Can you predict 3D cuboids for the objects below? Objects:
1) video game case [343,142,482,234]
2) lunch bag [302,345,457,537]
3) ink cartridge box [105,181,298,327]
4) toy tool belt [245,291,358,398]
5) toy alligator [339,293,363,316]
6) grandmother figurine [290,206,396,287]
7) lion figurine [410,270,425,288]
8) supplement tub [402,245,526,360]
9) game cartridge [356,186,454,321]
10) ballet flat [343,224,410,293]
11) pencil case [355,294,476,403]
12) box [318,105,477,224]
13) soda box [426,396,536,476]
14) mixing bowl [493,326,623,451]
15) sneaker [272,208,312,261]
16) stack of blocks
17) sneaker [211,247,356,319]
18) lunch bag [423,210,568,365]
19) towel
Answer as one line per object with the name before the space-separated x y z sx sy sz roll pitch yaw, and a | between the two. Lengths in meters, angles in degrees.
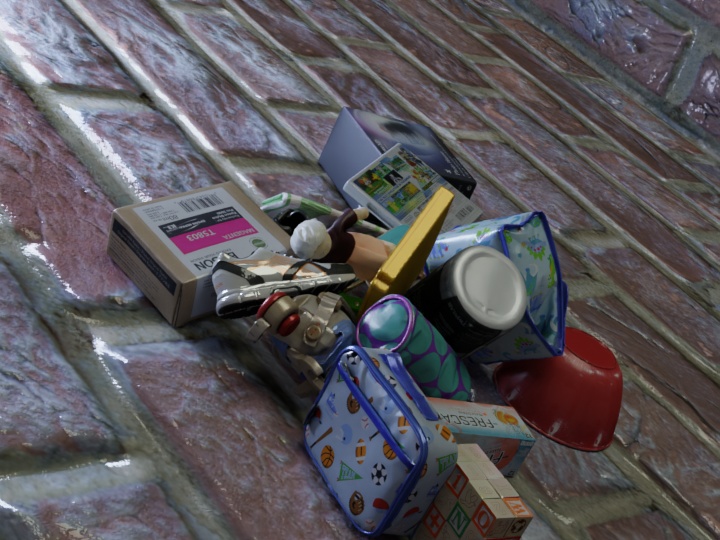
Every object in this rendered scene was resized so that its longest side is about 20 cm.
video game case | 0.086 -0.109 2.005 0.182 0.022 0.200 40 35 6
lunch bag | 0.018 0.183 1.420 0.075 0.161 0.200 6 33 -39
ink cartridge box | -0.204 -0.027 1.661 0.199 0.076 0.164 -19 48 -41
toy tool belt | -0.047 0.094 1.548 0.123 0.125 0.200 43 -1 18
toy alligator | -0.041 0.042 1.774 0.198 0.060 0.054 17 -15 -22
grandmother figurine | -0.023 -0.029 1.690 0.060 0.123 0.199 21 5 34
lion figurine | 0.094 0.041 1.911 0.122 0.073 0.201 33 38 -6
supplement tub | 0.123 0.057 1.703 0.121 0.200 0.124 12 63 -25
game cartridge | 0.050 0.002 1.685 0.032 0.201 0.177 32 61 8
ballet flat | 0.000 0.000 1.845 0.198 0.063 0.069 -23 54 -14
pencil case | 0.070 0.114 1.598 0.200 0.084 0.094 49 41 -48
box | 0.063 -0.172 2.214 0.196 0.124 0.201 8 30 -33
soda box | 0.120 0.207 1.597 0.198 0.064 0.069 10 30 -33
mixing bowl | 0.303 0.154 1.840 0.198 0.109 0.201 23 25 -11
sneaker | -0.083 -0.045 1.850 0.074 0.088 0.199 38 24 24
stack of blocks | 0.094 0.248 1.427 0.058 0.116 0.200 6 31 -39
sneaker | -0.094 0.004 1.585 0.198 0.074 0.081 -6 67 -33
lunch bag | 0.196 0.031 1.796 0.127 0.203 0.169 -20 6 -40
towel | -0.045 -0.070 1.932 0.198 0.024 0.152 21 -10 -16
